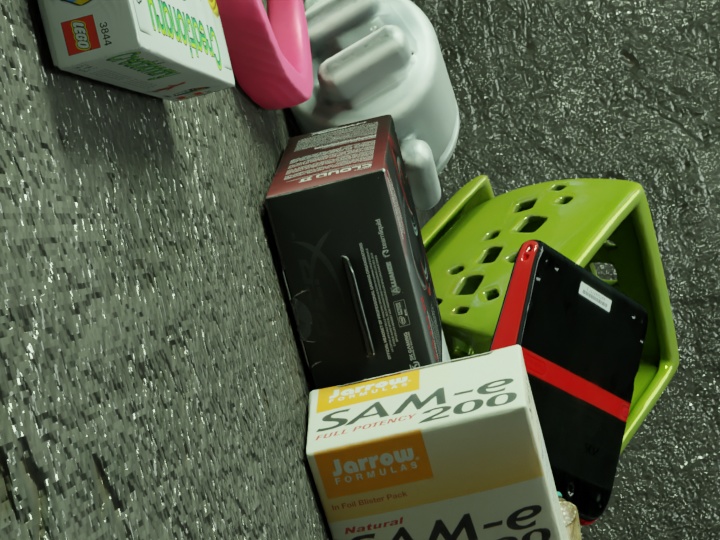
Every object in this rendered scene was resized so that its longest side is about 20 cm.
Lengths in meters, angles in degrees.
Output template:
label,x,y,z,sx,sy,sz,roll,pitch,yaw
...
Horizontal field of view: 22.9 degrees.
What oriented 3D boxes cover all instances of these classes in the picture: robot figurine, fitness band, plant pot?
label,x,y,z,sx,sy,sz,roll,pitch,yaw
robot figurine,0.008,-0.122,1.260,0.171,0.112,0.200,64,0,25
fitness band,-0.063,-0.173,1.075,0.200,0.037,0.145,21,56,-82
plant pot,0.122,0.047,1.421,0.200,0.180,0.200,-46,133,-33

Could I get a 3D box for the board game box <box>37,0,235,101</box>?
label,x,y,z,sx,sy,sz,roll,pitch,yaw
board game box,-0.094,-0.136,0.698,0.200,0.034,0.127,-26,103,-84

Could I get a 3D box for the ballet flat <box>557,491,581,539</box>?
label,x,y,z,sx,sy,sz,roll,pitch,yaw
ballet flat,0.121,0.211,1.280,0.200,0.070,0.066,85,-8,-72

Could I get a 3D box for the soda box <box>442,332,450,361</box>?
label,x,y,z,sx,sy,sz,roll,pitch,yaw
soda box,0.036,0.093,1.254,0.064,0.068,0.202,-85,161,-72

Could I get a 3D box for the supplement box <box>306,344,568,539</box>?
label,x,y,z,sx,sy,sz,roll,pitch,yaw
supplement box,0.054,0.155,1.007,0.074,0.125,0.201,-88,162,-64

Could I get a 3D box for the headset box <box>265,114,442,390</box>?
label,x,y,z,sx,sy,sz,roll,pitch,yaw
headset box,0.000,0.000,1.084,0.200,0.074,0.150,-81,157,-76

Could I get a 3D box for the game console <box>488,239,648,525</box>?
label,x,y,z,sx,sy,sz,roll,pitch,yaw
game console,0.144,0.087,1.294,0.200,0.031,0.179,27,73,-54
